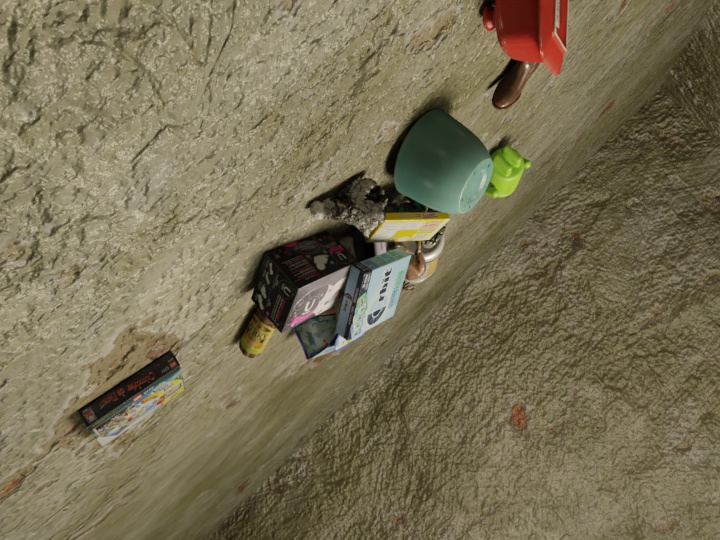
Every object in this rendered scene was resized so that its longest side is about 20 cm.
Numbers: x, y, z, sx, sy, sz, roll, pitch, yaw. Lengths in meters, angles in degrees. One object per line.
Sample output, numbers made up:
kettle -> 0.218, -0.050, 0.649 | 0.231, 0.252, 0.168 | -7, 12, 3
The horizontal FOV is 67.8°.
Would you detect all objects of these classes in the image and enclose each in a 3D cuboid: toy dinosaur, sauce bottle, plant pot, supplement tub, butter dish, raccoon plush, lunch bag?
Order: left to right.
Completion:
sauce bottle -> -0.225, 0.120, 1.251 | 0.064, 0.065, 0.203 | -20, 149, -51
lunch bag -> -0.063, 0.154, 1.527 | 0.198, 0.131, 0.168 | -34, 172, 37
raccoon plush -> -0.032, -0.127, 1.148 | 0.192, 0.101, 0.134 | -1, 159, -22
toy dinosaur -> 0.122, -0.002, 1.395 | 0.084, 0.141, 0.197 | -19, -178, -39
supplement tub -> 0.169, -0.059, 1.601 | 0.143, 0.145, 0.201 | -37, 162, -15
plant pot -> 0.194, -0.222, 1.177 | 0.199, 0.159, 0.205 | -39, 150, -28
butter dish -> 0.292, -0.465, 0.967 | 0.197, 0.143, 0.209 | -12, 103, -60

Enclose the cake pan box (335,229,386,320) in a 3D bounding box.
cake pan box -> 0.000, 0.000, 1.329 | 0.182, 0.051, 0.209 | -22, 109, -51

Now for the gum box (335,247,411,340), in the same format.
gum box -> 0.032, 0.051, 1.252 | 0.197, 0.044, 0.176 | -22, 134, -52

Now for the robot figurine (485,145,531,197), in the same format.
robot figurine -> 0.460, -0.315, 1.725 | 0.175, 0.116, 0.201 | -43, 163, -9

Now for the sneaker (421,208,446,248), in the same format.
sneaker -> 0.191, -0.157, 1.425 | 0.079, 0.072, 0.208 | 132, -31, -78

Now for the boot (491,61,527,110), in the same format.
boot -> 0.369, -0.485, 1.208 | 0.189, 0.063, 0.201 | -55, 168, -9

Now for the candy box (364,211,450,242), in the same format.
candy box -> 0.112, -0.103, 1.279 | 0.193, 0.027, 0.102 | -4, 153, -32

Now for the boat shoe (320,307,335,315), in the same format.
boat shoe -> -0.063, 0.079, 1.411 | 0.196, 0.076, 0.077 | -21, 126, -7

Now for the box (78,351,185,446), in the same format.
box -> -0.454, 0.261, 1.088 | 0.197, 0.038, 0.138 | -35, 161, -29

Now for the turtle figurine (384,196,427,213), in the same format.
turtle figurine -> 0.104, -0.156, 1.321 | 0.196, 0.102, 0.152 | -21, 151, -38

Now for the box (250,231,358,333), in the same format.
box -> -0.118, 0.023, 1.155 | 0.197, 0.114, 0.135 | -23, 147, -48
